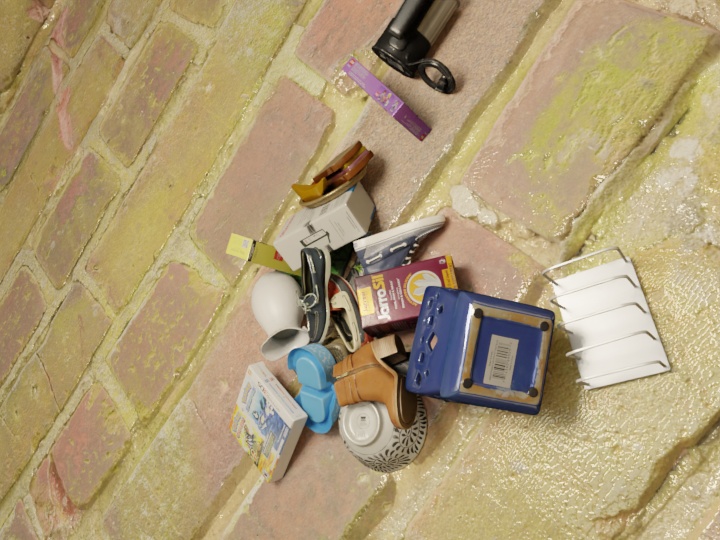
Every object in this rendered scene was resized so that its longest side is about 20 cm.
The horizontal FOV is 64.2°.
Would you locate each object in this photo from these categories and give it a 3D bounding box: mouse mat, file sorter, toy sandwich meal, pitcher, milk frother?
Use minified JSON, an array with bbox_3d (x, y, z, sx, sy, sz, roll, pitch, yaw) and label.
[{"bbox_3d":[-0.116,-0.020,1.374,0.199,0.008,0.162,23,92,35],"label":"mouse mat"},{"bbox_3d":[0.399,0.081,0.948,0.138,0.124,0.201,-22,68,27],"label":"file sorter"},{"bbox_3d":[-0.067,-0.215,1.291,0.204,0.070,0.205,-28,20,12],"label":"toy sandwich meal"},{"bbox_3d":[-0.157,0.091,1.304,0.170,0.122,0.201,-12,44,-10],"label":"pitcher"},{"bbox_3d":[0.158,-0.513,1.257,0.199,0.181,0.189,33,100,-10],"label":"milk frother"}]

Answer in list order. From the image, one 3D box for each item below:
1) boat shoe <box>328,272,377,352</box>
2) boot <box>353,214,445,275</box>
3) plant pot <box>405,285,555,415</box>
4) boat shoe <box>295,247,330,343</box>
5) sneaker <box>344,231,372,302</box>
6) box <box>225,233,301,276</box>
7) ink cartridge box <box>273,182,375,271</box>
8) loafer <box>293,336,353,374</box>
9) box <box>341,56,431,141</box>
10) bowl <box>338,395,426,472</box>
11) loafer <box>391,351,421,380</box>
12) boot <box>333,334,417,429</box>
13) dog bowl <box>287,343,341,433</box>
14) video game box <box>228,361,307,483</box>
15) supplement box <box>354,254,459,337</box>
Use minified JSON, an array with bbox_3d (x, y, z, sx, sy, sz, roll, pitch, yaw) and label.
[{"bbox_3d":[-0.039,0.087,1.214,0.200,0.062,0.071,57,134,24],"label":"boat shoe"},{"bbox_3d":[0.091,-0.048,1.197,0.199,0.073,0.091,-19,94,0],"label":"boot"},{"bbox_3d":[0.208,0.137,0.975,0.180,0.199,0.201,168,114,-78],"label":"plant pot"},{"bbox_3d":[-0.100,0.052,1.196,0.075,0.062,0.201,9,96,57],"label":"boat shoe"},{"bbox_3d":[0.000,0.000,1.255,0.082,0.071,0.201,-7,78,25],"label":"sneaker"},{"bbox_3d":[-0.207,-0.033,1.310,0.075,0.200,0.050,17,88,36],"label":"box"},{"bbox_3d":[-0.078,-0.101,1.277,0.199,0.084,0.146,-26,22,24],"label":"ink cartridge box"},{"bbox_3d":[-0.082,0.190,1.266,0.199,0.067,0.076,-16,98,44],"label":"loafer"},{"bbox_3d":[0.058,-0.379,1.270,0.039,0.137,0.200,-47,58,14],"label":"box"},{"bbox_3d":[0.023,0.304,1.153,0.200,0.094,0.202,-9,73,32],"label":"bowl"},{"bbox_3d":[0.110,0.191,1.145,0.200,0.068,0.071,23,80,32],"label":"loafer"},{"bbox_3d":[0.018,0.227,1.084,0.155,0.077,0.201,-28,50,21],"label":"boot"},{"bbox_3d":[-0.093,0.245,1.218,0.111,0.049,0.201,10,115,38],"label":"dog bowl"},{"bbox_3d":[-0.213,0.339,1.288,0.182,0.047,0.201,42,123,35],"label":"video game box"},{"bbox_3d":[0.097,0.053,1.137,0.199,0.086,0.111,-14,70,10],"label":"supplement box"}]
